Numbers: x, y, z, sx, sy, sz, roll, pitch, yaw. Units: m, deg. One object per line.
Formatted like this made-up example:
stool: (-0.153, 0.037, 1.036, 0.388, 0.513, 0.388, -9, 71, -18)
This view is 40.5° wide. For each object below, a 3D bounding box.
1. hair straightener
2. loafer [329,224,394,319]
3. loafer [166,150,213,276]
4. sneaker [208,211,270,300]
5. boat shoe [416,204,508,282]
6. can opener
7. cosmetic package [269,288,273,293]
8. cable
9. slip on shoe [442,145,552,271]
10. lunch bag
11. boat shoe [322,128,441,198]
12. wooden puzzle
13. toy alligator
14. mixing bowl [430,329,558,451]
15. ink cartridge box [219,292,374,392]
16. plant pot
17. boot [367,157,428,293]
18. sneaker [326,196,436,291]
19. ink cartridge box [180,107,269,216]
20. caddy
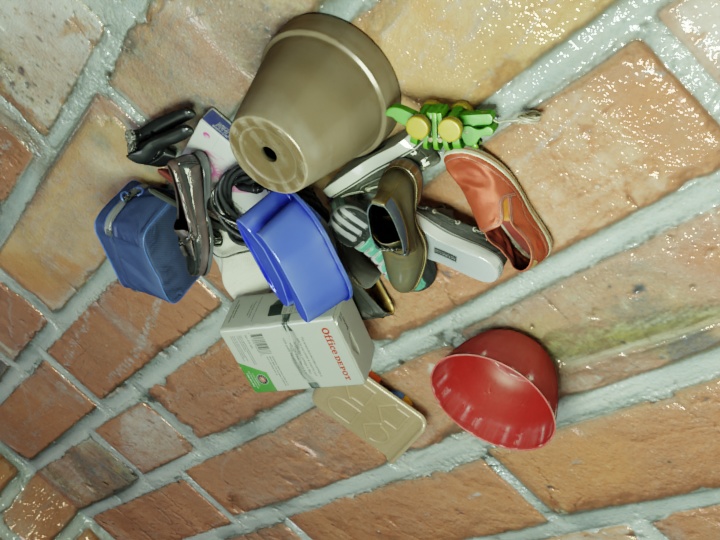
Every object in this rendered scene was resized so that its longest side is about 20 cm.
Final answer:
hair straightener: (-0.259, -0.081, 1.572, 0.200, 0.041, 0.077, 34, 105, 5)
loafer: (0.000, 0.000, 1.496, 0.072, 0.073, 0.200, 3, 142, 23)
loafer: (-0.267, -0.083, 1.498, 0.072, 0.063, 0.201, 30, 124, 48)
sneaker: (-0.207, -0.019, 1.613, 0.201, 0.075, 0.089, 58, 174, 12)
boat shoe: (0.113, -0.056, 1.336, 0.199, 0.066, 0.070, 25, 147, 18)
can opener: (-0.309, -0.213, 1.521, 0.200, 0.078, 0.064, -21, 72, 53)
cosmetic package: (-0.062, 0.086, 1.604, 0.101, 0.074, 0.201, -15, 122, 17)
cable: (-0.142, -0.088, 1.457, 0.199, 0.051, 0.164, 21, 143, 16)
slip on shoe: (0.175, -0.080, 1.265, 0.200, 0.061, 0.074, 51, 143, -16)
lunch bag: (-0.363, -0.055, 1.665, 0.132, 0.136, 0.201, 13, 137, 28)
boat shoe: (0.025, -0.130, 1.323, 0.200, 0.071, 0.064, -23, 111, 48)
wooden puzzle: (0.018, 0.244, 1.763, 0.200, 0.046, 0.185, 39, 143, 5)
toy alligator: (0.125, -0.172, 1.200, 0.199, 0.059, 0.055, 8, 124, 22)
mixing bowl: (0.214, 0.161, 1.454, 0.199, 0.109, 0.201, 21, 141, 19)
ink cartridge box: (-0.094, 0.108, 1.520, 0.199, 0.083, 0.147, -6, 128, 23)
plant pot: (-0.073, -0.195, 1.249, 0.199, 0.174, 0.201, 23, 143, 19)
boot: (0.039, -0.037, 1.274, 0.074, 0.097, 0.201, 10, 126, 22)
sneaker: (0.034, -0.049, 1.429, 0.074, 0.088, 0.200, -43, 122, 15)
ink cartridge box: (-0.195, -0.129, 1.529, 0.196, 0.043, 0.200, 39, 142, -3)
caddy: (-0.082, -0.027, 1.365, 0.141, 0.105, 0.201, 32, 153, 52)
